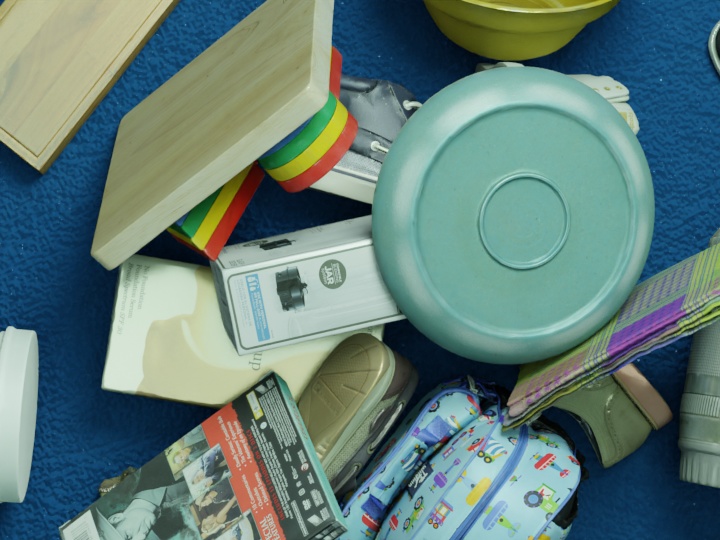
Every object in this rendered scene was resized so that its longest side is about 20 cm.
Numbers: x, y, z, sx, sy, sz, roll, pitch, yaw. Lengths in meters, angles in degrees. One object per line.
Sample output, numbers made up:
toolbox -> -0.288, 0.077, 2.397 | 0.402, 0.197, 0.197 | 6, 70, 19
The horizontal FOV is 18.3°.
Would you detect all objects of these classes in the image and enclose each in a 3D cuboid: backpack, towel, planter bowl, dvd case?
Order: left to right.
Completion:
dvd case -> -0.112, 0.178, 1.541 | 0.199, 0.022, 0.146 | -36, 46, 9
backpack -> 0.070, 0.171, 1.571 | 0.134, 0.200, 0.183 | 40, 94, -1
planter bowl -> 0.108, -0.212, 1.635 | 0.198, 0.201, 0.084 | 4, 130, -3
towel -> 0.187, 0.039, 1.532 | 0.199, 0.144, 0.023 | -31, 98, 20

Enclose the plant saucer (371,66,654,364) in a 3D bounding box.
plant saucer -> 0.106, -0.034, 1.491 | 0.198, 0.027, 0.202 | -2, 98, -12

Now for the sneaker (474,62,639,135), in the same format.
sneaker -> 0.148, -0.112, 1.599 | 0.114, 0.200, 0.074 | 4, 104, -6

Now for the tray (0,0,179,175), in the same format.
tray -> -0.213, -0.181, 1.659 | 0.098, 0.037, 0.200 | 38, 87, -1

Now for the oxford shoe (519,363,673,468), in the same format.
oxford shoe -> 0.141, 0.060, 1.653 | 0.074, 0.071, 0.200 | -44, 90, -2

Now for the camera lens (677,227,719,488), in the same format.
camera lens -> 0.318, 0.066, 1.617 | 0.158, 0.160, 0.202 | 11, 87, -3

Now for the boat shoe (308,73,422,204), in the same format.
boat shoe -> 0.044, -0.086, 1.650 | 0.198, 0.075, 0.094 | 16, 90, -4

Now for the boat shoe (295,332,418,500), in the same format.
boat shoe -> -0.030, 0.135, 1.577 | 0.065, 0.072, 0.201 | 26, 105, -38

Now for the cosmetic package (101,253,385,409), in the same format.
cosmetic package -> -0.084, 0.054, 1.638 | 0.198, 0.071, 0.106 | 8, 87, -3

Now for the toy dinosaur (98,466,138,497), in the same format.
toy dinosaur -> -0.104, 0.206, 1.626 | 0.199, 0.088, 0.048 | 28, 128, -2

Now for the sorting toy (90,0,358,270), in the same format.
sorting toy -> -0.084, -0.094, 1.565 | 0.199, 0.199, 0.070 | -36, 115, 21

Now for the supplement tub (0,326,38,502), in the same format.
supplement tub -> -0.334, 0.097, 1.584 | 0.198, 0.145, 0.146 | 4, 87, -3

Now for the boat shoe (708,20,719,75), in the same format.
boat shoe -> 0.351, -0.129, 1.678 | 0.199, 0.060, 0.076 | 33, 86, -2

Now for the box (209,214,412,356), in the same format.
box -> 0.000, 0.000, 1.549 | 0.198, 0.117, 0.061 | -13, 100, -8
